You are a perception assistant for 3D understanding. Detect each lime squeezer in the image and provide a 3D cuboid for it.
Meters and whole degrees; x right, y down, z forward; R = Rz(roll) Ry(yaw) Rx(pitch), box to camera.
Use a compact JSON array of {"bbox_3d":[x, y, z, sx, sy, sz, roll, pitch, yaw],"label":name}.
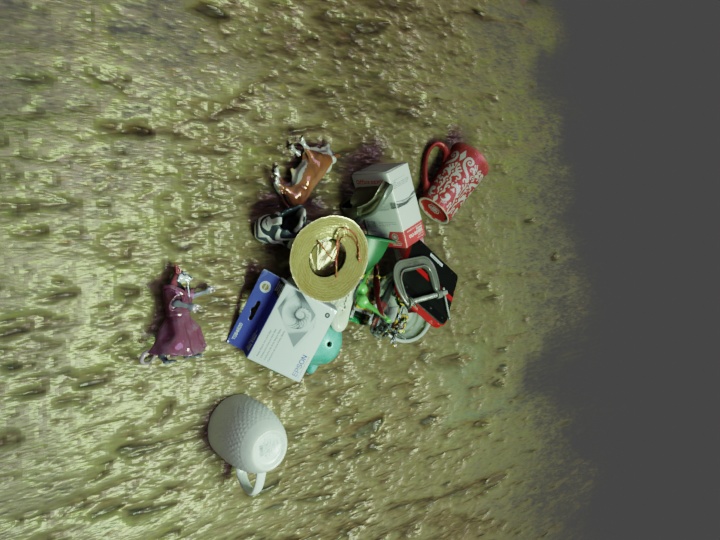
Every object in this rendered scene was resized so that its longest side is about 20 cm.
[{"bbox_3d":[0.019,0.054,1.505,0.069,0.202,0.038,-16,132,0],"label":"lime squeezer"}]

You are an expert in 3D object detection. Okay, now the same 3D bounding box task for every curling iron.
[{"bbox_3d":[0.062,0.092,1.512,0.049,0.025,0.203,39,43,-22],"label":"curling iron"}]

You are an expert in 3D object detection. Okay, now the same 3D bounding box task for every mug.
[{"bbox_3d":[-0.248,0.404,1.375,0.145,0.173,0.206,1,96,-38],"label":"mug"},{"bbox_3d":[0.246,-0.256,1.745,0.202,0.175,0.134,-53,160,-15],"label":"mug"}]

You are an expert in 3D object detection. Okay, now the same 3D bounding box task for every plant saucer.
[{"bbox_3d":[0.114,0.099,1.692,0.195,0.050,0.207,4,82,-28],"label":"plant saucer"}]

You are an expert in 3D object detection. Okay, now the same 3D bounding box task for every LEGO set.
[{"bbox_3d":[0.049,0.090,1.568,0.197,0.116,0.157,29,80,-6],"label":"LEGO set"}]

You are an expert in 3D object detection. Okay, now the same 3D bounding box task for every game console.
[{"bbox_3d":[0.177,0.034,1.615,0.199,0.031,0.180,40,53,-28],"label":"game console"}]

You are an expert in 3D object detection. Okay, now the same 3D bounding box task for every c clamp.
[{"bbox_3d":[0.160,0.047,1.555,0.197,0.027,0.176,-3,79,-44],"label":"c clamp"}]

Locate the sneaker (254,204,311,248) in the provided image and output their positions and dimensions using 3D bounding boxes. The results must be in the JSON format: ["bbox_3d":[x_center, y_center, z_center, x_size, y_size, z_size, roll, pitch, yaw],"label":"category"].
[{"bbox_3d":[-0.138,-0.100,1.421,0.195,0.128,0.082,13,74,-36],"label":"sneaker"}]

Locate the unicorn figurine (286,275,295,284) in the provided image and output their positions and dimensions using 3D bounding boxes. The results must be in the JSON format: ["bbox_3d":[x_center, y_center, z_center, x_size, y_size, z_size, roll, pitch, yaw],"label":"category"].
[{"bbox_3d":[-0.116,0.021,1.479,0.196,0.074,0.139,-24,68,-21],"label":"unicorn figurine"}]

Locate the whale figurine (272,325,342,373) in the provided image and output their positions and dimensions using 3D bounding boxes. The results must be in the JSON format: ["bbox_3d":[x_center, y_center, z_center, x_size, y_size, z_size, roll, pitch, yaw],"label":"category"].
[{"bbox_3d":[-0.131,0.184,1.488,0.197,0.103,0.164,-20,109,-32],"label":"whale figurine"}]

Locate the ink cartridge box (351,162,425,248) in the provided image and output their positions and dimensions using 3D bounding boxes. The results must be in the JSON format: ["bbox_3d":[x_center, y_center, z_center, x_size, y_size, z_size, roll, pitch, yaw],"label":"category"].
[{"bbox_3d":[0.073,-0.171,1.578,0.083,0.142,0.205,-32,115,-34],"label":"ink cartridge box"}]

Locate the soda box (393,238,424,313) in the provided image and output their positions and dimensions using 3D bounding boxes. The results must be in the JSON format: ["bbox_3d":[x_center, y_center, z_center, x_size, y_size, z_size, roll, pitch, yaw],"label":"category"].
[{"bbox_3d":[0.149,0.009,1.657,0.068,0.063,0.206,-13,91,-28],"label":"soda box"}]

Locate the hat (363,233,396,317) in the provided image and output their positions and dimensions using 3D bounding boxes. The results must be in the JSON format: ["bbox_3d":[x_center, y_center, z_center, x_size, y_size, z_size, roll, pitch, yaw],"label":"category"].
[{"bbox_3d":[0.000,0.000,1.510,0.161,0.200,0.181,9,95,3],"label":"hat"}]

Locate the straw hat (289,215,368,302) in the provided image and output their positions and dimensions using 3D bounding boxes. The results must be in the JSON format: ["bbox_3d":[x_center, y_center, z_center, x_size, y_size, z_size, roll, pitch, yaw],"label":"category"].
[{"bbox_3d":[-0.082,-0.031,1.419,0.196,0.085,0.207,-3,97,-22],"label":"straw hat"}]

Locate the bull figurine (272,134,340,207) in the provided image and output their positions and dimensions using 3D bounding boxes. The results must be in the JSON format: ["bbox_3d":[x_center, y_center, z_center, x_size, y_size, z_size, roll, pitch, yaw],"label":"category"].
[{"bbox_3d":[-0.133,-0.244,1.457,0.121,0.064,0.203,40,69,-31],"label":"bull figurine"}]

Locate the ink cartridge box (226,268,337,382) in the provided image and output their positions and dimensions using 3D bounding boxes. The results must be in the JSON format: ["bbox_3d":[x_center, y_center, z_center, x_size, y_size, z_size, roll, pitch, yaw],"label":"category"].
[{"bbox_3d":[-0.181,0.130,1.404,0.197,0.041,0.203,27,98,-16],"label":"ink cartridge box"}]

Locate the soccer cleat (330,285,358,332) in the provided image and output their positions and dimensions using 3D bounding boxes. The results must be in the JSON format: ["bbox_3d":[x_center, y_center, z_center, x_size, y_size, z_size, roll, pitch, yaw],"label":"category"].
[{"bbox_3d":[-0.042,0.057,1.508,0.069,0.077,0.204,36,42,-31],"label":"soccer cleat"}]

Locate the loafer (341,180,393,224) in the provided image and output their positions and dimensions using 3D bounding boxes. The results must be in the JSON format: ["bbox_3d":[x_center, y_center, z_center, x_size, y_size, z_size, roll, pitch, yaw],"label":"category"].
[{"bbox_3d":[0.008,-0.172,1.506,0.070,0.199,0.076,42,54,-11],"label":"loafer"}]

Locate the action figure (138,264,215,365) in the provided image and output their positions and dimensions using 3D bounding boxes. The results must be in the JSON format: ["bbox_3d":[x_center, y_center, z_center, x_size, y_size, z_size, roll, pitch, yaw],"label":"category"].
[{"bbox_3d":[-0.391,0.089,1.293,0.144,0.134,0.206,-8,89,6],"label":"action figure"}]
